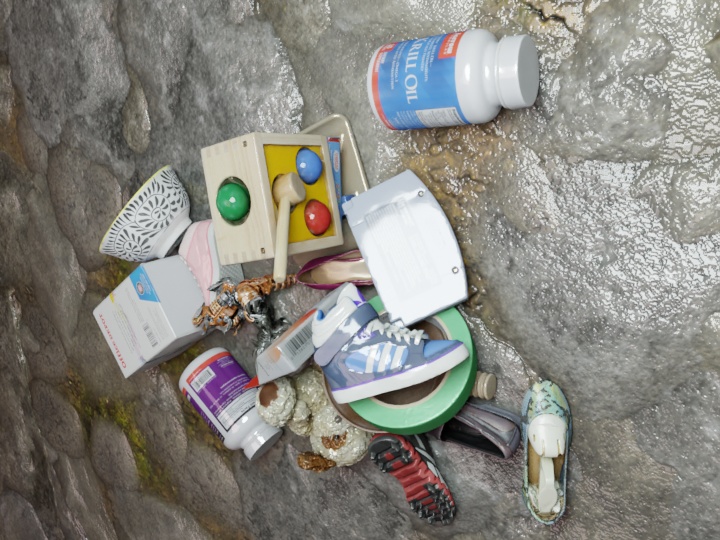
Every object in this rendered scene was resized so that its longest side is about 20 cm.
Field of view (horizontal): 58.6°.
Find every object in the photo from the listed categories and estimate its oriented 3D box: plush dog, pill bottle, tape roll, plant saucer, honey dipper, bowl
[{"bbox_3d":[-0.053,0.235,1.036,0.172,0.199,0.161,53,159,22],"label":"plush dog"},{"bbox_3d":[-0.235,0.246,1.179,0.200,0.112,0.113,45,123,16],"label":"pill bottle"},{"bbox_3d":[0.064,0.126,0.910,0.198,0.048,0.203,-8,63,16],"label":"tape roll"},{"bbox_3d":[0.040,0.143,0.958,0.198,0.037,0.203,-8,63,17],"label":"plant saucer"},{"bbox_3d":[0.107,0.158,0.969,0.198,0.038,0.039,6,106,37],"label":"honey dipper"},{"bbox_3d":[-0.368,-0.082,1.161,0.094,0.201,0.201,38,125,-9],"label":"bowl"},{"bbox_3d":[0.116,-0.240,0.808,0.198,0.112,0.114,2,104,33],"label":"pill bottle"}]

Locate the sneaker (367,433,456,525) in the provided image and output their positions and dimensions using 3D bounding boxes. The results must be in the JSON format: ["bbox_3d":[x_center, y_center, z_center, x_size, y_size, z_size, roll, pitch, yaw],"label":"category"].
[{"bbox_3d":[0.088,0.306,1.000,0.070,0.098,0.201,-30,108,24],"label":"sneaker"}]

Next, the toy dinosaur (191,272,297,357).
[{"bbox_3d":[-0.185,0.064,1.086,0.198,0.102,0.137,-22,106,26],"label":"toy dinosaur"}]

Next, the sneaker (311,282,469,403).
[{"bbox_3d":[0.029,0.080,0.846,0.198,0.080,0.148,-20,86,16],"label":"sneaker"}]

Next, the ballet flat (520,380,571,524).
[{"bbox_3d":[0.254,0.252,0.868,0.073,0.074,0.203,4,108,33],"label":"ballet flat"}]

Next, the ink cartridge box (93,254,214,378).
[{"bbox_3d":[-0.374,0.082,1.211,0.199,0.144,0.148,-32,83,36],"label":"ink cartridge box"}]

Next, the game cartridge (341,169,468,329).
[{"bbox_3d":[0.069,-0.032,0.904,0.132,0.040,0.202,-25,78,12],"label":"game cartridge"}]

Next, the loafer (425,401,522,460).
[{"bbox_3d":[0.138,0.224,0.938,0.198,0.063,0.073,6,128,32],"label":"loafer"}]

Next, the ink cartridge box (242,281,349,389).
[{"bbox_3d":[-0.102,0.102,0.988,0.050,0.162,0.199,53,144,-8],"label":"ink cartridge box"}]

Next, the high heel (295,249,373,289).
[{"bbox_3d":[0.000,0.000,0.961,0.198,0.096,0.068,-12,96,36],"label":"high heel"}]

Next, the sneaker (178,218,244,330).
[{"bbox_3d":[-0.272,0.004,1.166,0.104,0.075,0.203,4,102,36],"label":"sneaker"}]

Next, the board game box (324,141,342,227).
[{"bbox_3d":[-0.117,-0.118,0.997,0.198,0.036,0.154,5,101,34],"label":"board game box"}]

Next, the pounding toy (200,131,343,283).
[{"bbox_3d":[-0.110,-0.084,0.852,0.141,0.199,0.187,-7,94,34],"label":"pounding toy"}]

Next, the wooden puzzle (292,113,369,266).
[{"bbox_3d":[-0.070,-0.119,1.009,0.184,0.046,0.202,-19,92,36],"label":"wooden puzzle"}]
